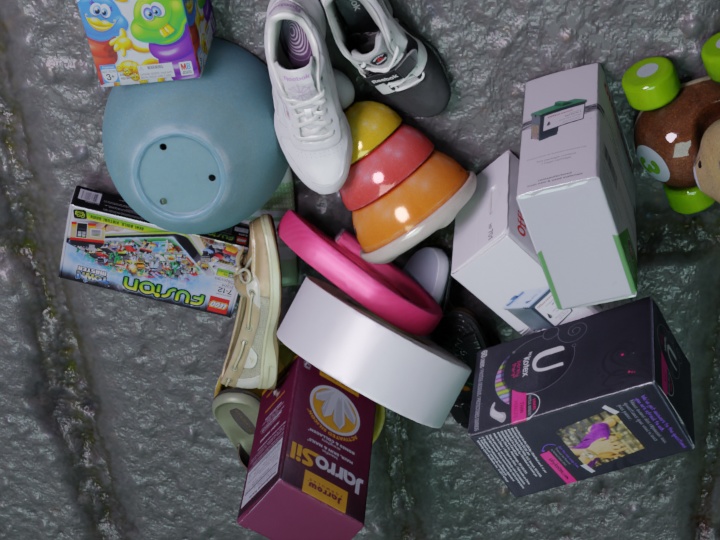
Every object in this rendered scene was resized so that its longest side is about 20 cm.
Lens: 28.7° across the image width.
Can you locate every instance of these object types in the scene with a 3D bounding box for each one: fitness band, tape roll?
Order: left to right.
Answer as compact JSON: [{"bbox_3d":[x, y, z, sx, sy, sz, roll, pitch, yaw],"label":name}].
[{"bbox_3d":[0.000,0.000,1.482,0.199,0.144,0.038,36,98,9],"label":"fitness band"},{"bbox_3d":[0.013,0.084,1.458,0.201,0.202,0.071,28,93,-16],"label":"tape roll"}]

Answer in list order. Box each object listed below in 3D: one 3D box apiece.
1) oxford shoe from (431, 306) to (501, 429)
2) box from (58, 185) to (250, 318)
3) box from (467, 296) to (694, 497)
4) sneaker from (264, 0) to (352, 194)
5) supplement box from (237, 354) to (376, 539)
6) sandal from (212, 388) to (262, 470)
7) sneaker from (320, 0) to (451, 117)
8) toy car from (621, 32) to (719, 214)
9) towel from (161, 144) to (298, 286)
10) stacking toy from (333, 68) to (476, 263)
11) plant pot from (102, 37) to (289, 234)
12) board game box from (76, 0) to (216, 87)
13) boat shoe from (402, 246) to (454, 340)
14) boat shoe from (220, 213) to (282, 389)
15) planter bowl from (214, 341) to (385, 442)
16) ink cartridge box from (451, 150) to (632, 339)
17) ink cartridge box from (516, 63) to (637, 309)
[{"bbox_3d":[0.125,0.096,1.597,0.072,0.085,0.201,10,145,19],"label":"oxford shoe"},{"bbox_3d":[-0.224,-0.019,1.540,0.198,0.035,0.111,13,131,-7],"label":"box"},{"bbox_3d":[0.220,0.127,1.400,0.198,0.123,0.106,-20,125,25],"label":"box"},{"bbox_3d":[-0.058,-0.164,1.338,0.074,0.100,0.202,-11,108,8],"label":"sneaker"},{"bbox_3d":[-0.054,0.200,1.515,0.110,0.201,0.086,31,125,-18],"label":"supplement box"},{"bbox_3d":[-0.107,0.219,1.626,0.079,0.058,0.201,-27,121,24],"label":"sandal"},{"bbox_3d":[0.019,-0.211,1.367,0.074,0.089,0.200,-29,122,24],"label":"sneaker"},{"bbox_3d":[0.344,-0.101,1.346,0.156,0.201,0.165,-18,124,19],"label":"toy car"},{"bbox_3d":[-0.144,-0.061,1.535,0.147,0.031,0.202,1,128,6],"label":"towel"},{"bbox_3d":[0.012,-0.122,1.435,0.145,0.146,0.201,-31,100,26],"label":"stacking toy"},{"bbox_3d":[-0.170,-0.118,1.399,0.197,0.135,0.202,1,114,3],"label":"plant pot"},{"bbox_3d":[-0.210,-0.289,1.315,0.102,0.105,0.202,-4,129,8],"label":"board game box"},{"bbox_3d":[0.073,0.060,1.590,0.066,0.070,0.202,0,123,-29],"label":"boat shoe"},{"bbox_3d":[-0.117,0.036,1.499,0.062,0.073,0.203,0,120,-7],"label":"boat shoe"},{"bbox_3d":[-0.068,0.133,1.646,0.198,0.084,0.202,2,128,3],"label":"planter bowl"},{"bbox_3d":[0.193,-0.005,1.472,0.199,0.147,0.086,38,125,-22],"label":"ink cartridge box"},{"bbox_3d":[0.215,-0.085,1.375,0.083,0.201,0.147,-12,126,19],"label":"ink cartridge box"}]
